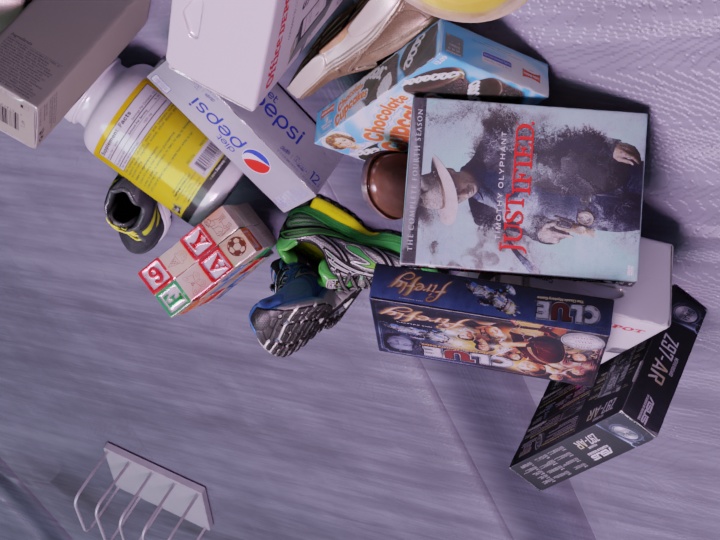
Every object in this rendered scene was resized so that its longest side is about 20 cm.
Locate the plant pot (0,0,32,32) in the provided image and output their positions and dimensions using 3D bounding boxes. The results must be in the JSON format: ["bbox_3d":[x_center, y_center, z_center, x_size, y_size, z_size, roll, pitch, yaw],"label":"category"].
[{"bbox_3d":[-0.397,-0.302,1.200,0.173,0.201,0.200,16,147,-7],"label":"plant pot"}]

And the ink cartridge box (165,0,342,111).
[{"bbox_3d":[-0.061,-0.246,0.960,0.084,0.200,0.146,28,146,6],"label":"ink cartridge box"}]

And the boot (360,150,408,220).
[{"bbox_3d":[0.125,-0.071,1.094,0.199,0.064,0.186,3,177,37],"label":"boot"}]

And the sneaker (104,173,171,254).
[{"bbox_3d":[-0.273,-0.074,1.453,0.074,0.085,0.200,29,146,6],"label":"sneaker"}]

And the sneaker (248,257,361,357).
[{"bbox_3d":[-0.076,0.031,1.349,0.090,0.200,0.078,40,111,11],"label":"sneaker"}]

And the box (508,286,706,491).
[{"bbox_3d":[0.241,0.119,1.213,0.043,0.160,0.200,36,145,-7],"label":"box"}]

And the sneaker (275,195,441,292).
[{"bbox_3d":[0.000,0.000,1.325,0.199,0.085,0.078,25,145,10],"label":"sneaker"}]

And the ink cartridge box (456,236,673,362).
[{"bbox_3d":[0.181,0.028,1.148,0.144,0.084,0.200,13,159,-13],"label":"ink cartridge box"}]

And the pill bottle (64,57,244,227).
[{"bbox_3d":[-0.216,-0.144,1.294,0.200,0.113,0.112,37,146,-5],"label":"pill bottle"}]

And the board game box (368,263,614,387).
[{"bbox_3d":[0.112,0.049,1.067,0.199,0.035,0.136,9,158,9],"label":"board game box"}]

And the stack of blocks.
[{"bbox_3d":[-0.152,-0.017,1.334,0.059,0.115,0.200,52,-171,1],"label":"stack of blocks"}]

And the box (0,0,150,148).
[{"bbox_3d":[-0.287,-0.217,1.179,0.082,0.200,0.068,31,146,4],"label":"box"}]

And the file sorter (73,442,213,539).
[{"bbox_3d":[-0.377,0.416,2.119,0.199,0.125,0.139,22,144,17],"label":"file sorter"}]

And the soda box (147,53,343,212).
[{"bbox_3d":[-0.113,-0.155,1.235,0.200,0.068,0.063,44,143,-18],"label":"soda box"}]

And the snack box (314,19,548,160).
[{"bbox_3d":[0.059,-0.147,1.092,0.116,0.037,0.200,16,155,-29],"label":"snack box"}]

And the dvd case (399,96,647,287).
[{"bbox_3d":[0.137,-0.067,1.031,0.199,0.147,0.022,5,175,3],"label":"dvd case"}]

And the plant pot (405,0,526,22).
[{"bbox_3d":[0.094,-0.271,0.816,0.200,0.189,0.201,21,145,16],"label":"plant pot"}]

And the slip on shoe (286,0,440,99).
[{"bbox_3d":[0.003,-0.200,1.087,0.061,0.076,0.200,37,139,-15],"label":"slip on shoe"}]
